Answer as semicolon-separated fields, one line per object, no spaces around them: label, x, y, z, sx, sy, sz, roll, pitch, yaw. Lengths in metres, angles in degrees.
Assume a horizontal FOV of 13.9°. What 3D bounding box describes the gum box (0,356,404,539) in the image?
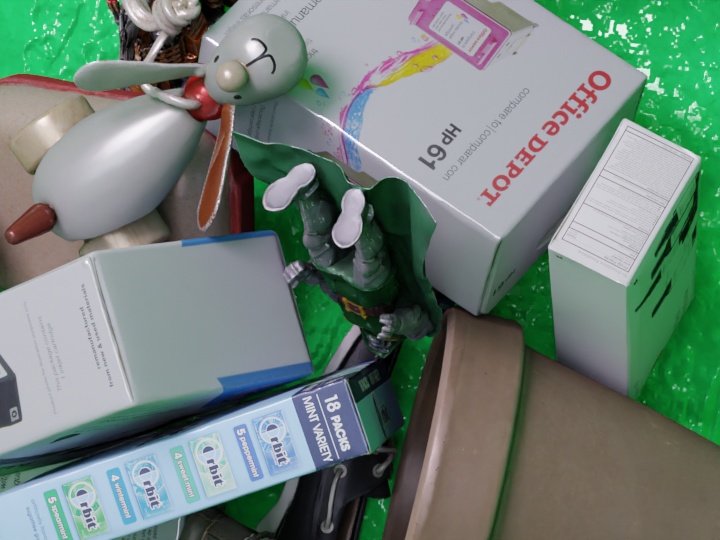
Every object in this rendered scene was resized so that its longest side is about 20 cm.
gum box;-0.084;0.102;1.562;0.200;0.170;0.045;-20;89;7

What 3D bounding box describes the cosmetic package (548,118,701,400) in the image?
cosmetic package;0.142;0.001;1.567;0.051;0.200;0.083;29;75;15

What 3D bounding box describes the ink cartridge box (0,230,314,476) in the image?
ink cartridge box;-0.149;0.050;1.555;0.200;0.145;0.084;-21;83;38

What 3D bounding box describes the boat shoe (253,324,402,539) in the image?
boat shoe;-0.011;0.118;1.673;0.060;0.074;0.200;25;95;16

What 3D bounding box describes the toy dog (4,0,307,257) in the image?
toy dog;-0.120;-0.065;1.531;0.132;0.096;0.200;38;129;11

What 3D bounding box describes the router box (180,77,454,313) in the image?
router box;0.022;-0.096;1.691;0.200;0.052;0.157;42;96;14

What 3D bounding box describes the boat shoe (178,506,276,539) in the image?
boat shoe;-0.087;0.205;1.645;0.060;0.200;0.072;38;52;16

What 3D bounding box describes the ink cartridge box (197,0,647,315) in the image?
ink cartridge box;0.032;-0.092;1.586;0.200;0.085;0.145;35;60;12

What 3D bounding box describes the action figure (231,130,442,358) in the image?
action figure;0.000;0.000;1.534;0.118;0.200;0.055;29;77;21

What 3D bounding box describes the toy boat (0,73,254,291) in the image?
toy boat;-0.136;-0.051;1.695;0.200;0.131;0.131;11;113;27

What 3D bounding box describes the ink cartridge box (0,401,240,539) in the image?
ink cartridge box;-0.179;0.095;1.714;0.200;0.083;0.147;8;88;14

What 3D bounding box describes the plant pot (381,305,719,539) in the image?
plant pot;0.107;0.136;1.595;0.174;0.200;0.201;15;89;-2

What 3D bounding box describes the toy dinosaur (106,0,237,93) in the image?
toy dinosaur;-0.096;-0.181;1.683;0.102;0.136;0.200;38;138;0
